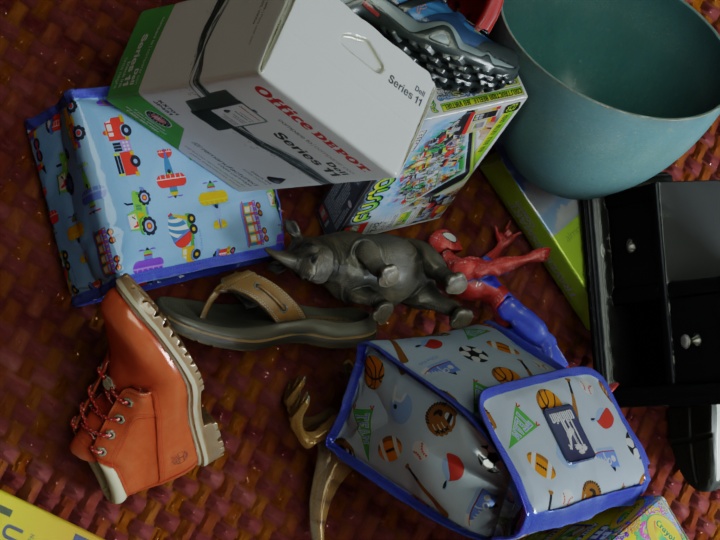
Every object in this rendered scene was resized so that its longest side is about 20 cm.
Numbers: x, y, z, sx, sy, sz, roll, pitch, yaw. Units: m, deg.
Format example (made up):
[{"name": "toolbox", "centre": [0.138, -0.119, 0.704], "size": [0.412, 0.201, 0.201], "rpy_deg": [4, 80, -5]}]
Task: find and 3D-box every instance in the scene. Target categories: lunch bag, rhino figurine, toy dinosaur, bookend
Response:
[{"name": "lunch bag", "centre": [0.106, 0.127, 1.433], "size": [0.169, 0.199, 0.125], "rpy_deg": [-7, 122, -46]}, {"name": "rhino figurine", "centre": [0.000, 0.000, 1.483], "size": [0.199, 0.087, 0.060], "rpy_deg": [9, 111, -41]}, {"name": "toy dinosaur", "centre": [-0.018, 0.140, 1.488], "size": [0.106, 0.060, 0.201], "rpy_deg": [35, 71, -19]}, {"name": "lunch bag", "centre": [-0.140, -0.071, 1.450], "size": [0.198, 0.094, 0.152], "rpy_deg": [-13, 87, -35]}, {"name": "bookend", "centre": [0.274, 0.009, 1.511], "size": [0.091, 0.200, 0.201], "rpy_deg": [-3, 87, -26]}]

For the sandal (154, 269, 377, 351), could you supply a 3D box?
[{"name": "sandal", "centre": [-0.072, 0.028, 1.460], "size": [0.198, 0.082, 0.055], "rpy_deg": [3, 104, -27]}]

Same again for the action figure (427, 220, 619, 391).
[{"name": "action figure", "centre": [0.146, 0.022, 1.554], "size": [0.200, 0.065, 0.099], "rpy_deg": [42, 72, 8]}]

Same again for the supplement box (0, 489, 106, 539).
[{"name": "supplement box", "centre": [-0.299, 0.202, 1.324], "size": [0.199, 0.109, 0.110], "rpy_deg": [28, 73, -20]}]

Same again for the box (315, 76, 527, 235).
[{"name": "box", "centre": [0.045, -0.090, 1.468], "size": [0.109, 0.200, 0.035], "rpy_deg": [-15, 70, -25]}]

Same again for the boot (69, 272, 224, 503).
[{"name": "boot", "centre": [-0.171, 0.094, 1.374], "size": [0.106, 0.075, 0.201], "rpy_deg": [-27, 135, -15]}]

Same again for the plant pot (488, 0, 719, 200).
[{"name": "plant pot", "centre": [0.183, -0.137, 1.499], "size": [0.198, 0.136, 0.201], "rpy_deg": [13, 41, -11]}]

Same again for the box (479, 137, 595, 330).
[{"name": "box", "centre": [0.193, -0.064, 1.614], "size": [0.122, 0.048, 0.201], "rpy_deg": [-39, 101, -24]}]

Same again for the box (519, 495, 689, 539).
[{"name": "box", "centre": [0.201, 0.296, 1.496], "size": [0.122, 0.192, 0.201], "rpy_deg": [-34, 97, -24]}]

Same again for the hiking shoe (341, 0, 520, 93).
[{"name": "hiking shoe", "centre": [0.033, -0.195, 1.338], "size": [0.198, 0.074, 0.088], "rpy_deg": [22, 74, -17]}]

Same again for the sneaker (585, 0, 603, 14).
[{"name": "sneaker", "centre": [0.202, -0.232, 1.608], "size": [0.198, 0.084, 0.076], "rpy_deg": [4, 81, -37]}]

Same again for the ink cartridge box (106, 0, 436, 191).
[{"name": "ink cartridge box", "centre": [-0.066, -0.130, 1.344], "size": [0.146, 0.199, 0.084], "rpy_deg": [34, 68, -33]}]

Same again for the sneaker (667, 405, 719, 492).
[{"name": "sneaker", "centre": [0.336, 0.094, 1.647], "size": [0.114, 0.076, 0.203], "rpy_deg": [3, 80, -22]}]

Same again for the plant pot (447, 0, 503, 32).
[{"name": "plant pot", "centre": [-0.008, -0.225, 1.463], "size": [0.198, 0.182, 0.203], "rpy_deg": [5, 77, -21]}]
